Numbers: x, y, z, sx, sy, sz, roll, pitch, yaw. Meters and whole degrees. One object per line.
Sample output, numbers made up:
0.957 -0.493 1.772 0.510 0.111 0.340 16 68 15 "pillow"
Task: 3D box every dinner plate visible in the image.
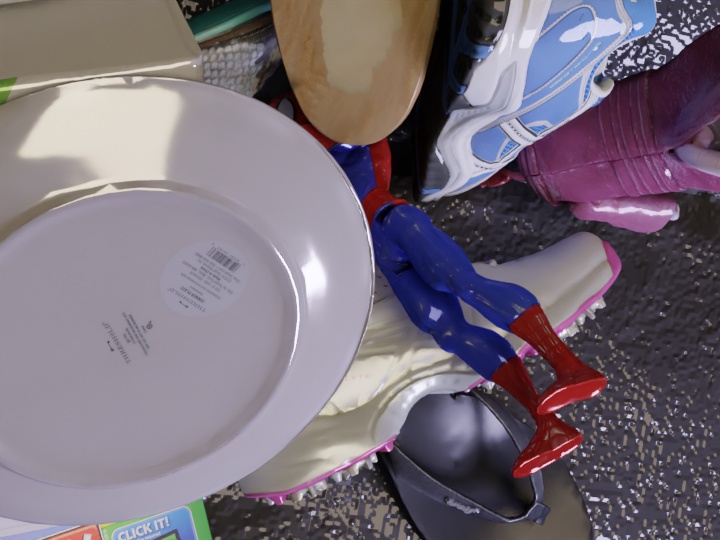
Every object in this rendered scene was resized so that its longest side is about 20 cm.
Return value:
-0.088 0.022 0.697 0.199 0.024 0.201 -10 126 -15 "dinner plate"

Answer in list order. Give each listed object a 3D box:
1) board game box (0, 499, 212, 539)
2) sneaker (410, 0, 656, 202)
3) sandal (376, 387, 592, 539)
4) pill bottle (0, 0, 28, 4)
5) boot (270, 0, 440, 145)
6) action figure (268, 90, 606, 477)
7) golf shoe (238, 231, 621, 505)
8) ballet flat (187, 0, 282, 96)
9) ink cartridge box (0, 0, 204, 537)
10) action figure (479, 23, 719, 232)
-0.154 0.168 0.826 0.199 0.029 0.135 -17 103 -21 "board game box"
0.064 -0.076 0.802 0.077 0.200 0.076 -1 77 -10 "sneaker"
0.039 0.078 0.889 0.076 0.043 0.200 -46 110 -12 "sandal"
-0.140 -0.204 0.676 0.112 0.112 0.201 -14 117 -21 "pill bottle"
0.006 -0.163 0.804 0.070 0.144 0.202 0 104 9 "boot"
0.000 0.000 0.773 0.099 0.200 0.065 -18 145 -29 "action figure"
0.021 0.022 0.833 0.200 0.075 0.092 -29 89 -17 "golf shoe"
-0.104 -0.063 0.803 0.200 0.072 0.072 -20 103 -15 "ballet flat"
-0.133 -0.002 0.732 0.145 0.084 0.201 -9 126 -14 "ink cartridge box"
0.134 -0.054 0.847 0.134 0.199 0.149 63 33 -23 "action figure"
